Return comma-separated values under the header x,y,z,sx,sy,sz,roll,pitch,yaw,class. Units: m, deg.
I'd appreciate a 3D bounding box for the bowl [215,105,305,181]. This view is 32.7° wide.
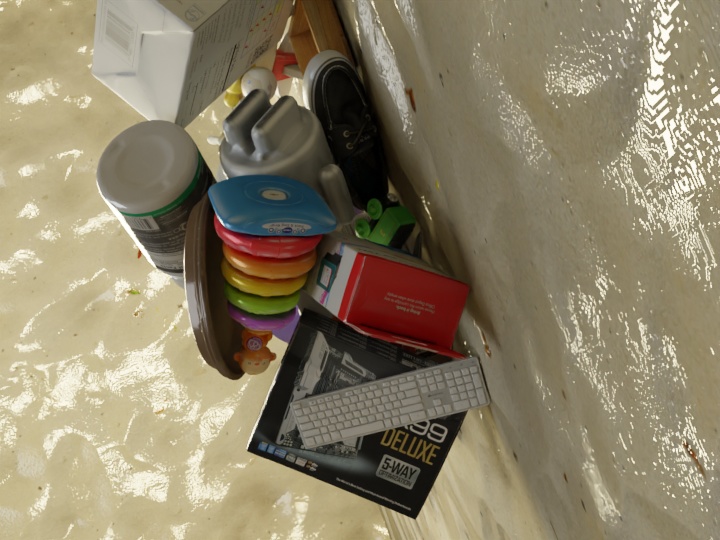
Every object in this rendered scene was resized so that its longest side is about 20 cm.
x,y,z,sx,sy,sz,roll,pitch,yaw,class
-0.101,-0.123,1.454,0.090,0.200,0.202,44,-166,-46,bowl

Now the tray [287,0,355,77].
x,y,z,sx,sy,sz,roll,pitch,yaw,class
-0.046,-0.254,1.408,0.200,0.037,0.100,158,93,-82,tray

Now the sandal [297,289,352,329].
x,y,z,sx,sy,sz,roll,pitch,yaw,class
-0.033,0.025,1.309,0.059,0.078,0.208,-100,-13,-70,sandal

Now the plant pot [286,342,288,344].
x,y,z,sx,sy,sz,roll,pitch,yaw,class
-0.037,0.038,1.665,0.027,0.199,0.202,-29,79,47,plant pot

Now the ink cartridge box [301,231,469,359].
x,y,z,sx,sy,sz,roll,pitch,yaw,class
0.025,0.019,1.179,0.200,0.115,0.068,32,106,66,ink cartridge box

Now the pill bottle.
x,y,z,sx,sy,sz,roll,pitch,yaw,class
-0.203,-0.065,1.352,0.200,0.112,0.114,67,179,-59,pill bottle

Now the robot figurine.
x,y,z,sx,sy,sz,roll,pitch,yaw,class
-0.080,-0.095,1.305,0.169,0.113,0.201,21,147,36,robot figurine

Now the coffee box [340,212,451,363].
x,y,z,sx,sy,sz,roll,pitch,yaw,class
0.032,0.044,1.433,0.113,0.079,0.201,90,159,-62,coffee box

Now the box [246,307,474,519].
x,y,z,sx,sy,sz,roll,pitch,yaw,class
0.000,0.151,1.289,0.050,0.198,0.159,-78,11,-71,box

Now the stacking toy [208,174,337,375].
x,y,z,sx,sy,sz,roll,pitch,yaw,class
-0.097,0.017,1.212,0.110,0.115,0.202,-124,39,-58,stacking toy

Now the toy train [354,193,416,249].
x,y,z,sx,sy,sz,roll,pitch,yaw,class
0.000,0.000,1.344,0.057,0.041,0.201,51,131,25,toy train

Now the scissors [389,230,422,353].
x,y,z,sx,sy,sz,roll,pitch,yaw,class
0.055,0.060,1.303,0.073,0.014,0.202,35,116,30,scissors

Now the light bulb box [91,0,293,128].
x,y,z,sx,sy,sz,roll,pitch,yaw,class
-0.170,-0.285,1.302,0.124,0.200,0.199,38,150,5,light bulb box

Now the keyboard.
x,y,z,sx,sy,sz,roll,pitch,yaw,class
0.030,0.135,1.250,0.011,0.198,0.057,-76,-29,-72,keyboard

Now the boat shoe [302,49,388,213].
x,y,z,sx,sy,sz,roll,pitch,yaw,class
-0.008,-0.141,1.319,0.066,0.070,0.201,42,152,43,boat shoe

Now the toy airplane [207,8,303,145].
x,y,z,sx,sy,sz,roll,pitch,yaw,class
-0.135,-0.250,1.544,0.141,0.199,0.201,48,174,47,toy airplane

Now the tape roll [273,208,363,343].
x,y,z,sx,sy,sz,roll,pitch,yaw,class
-0.063,-0.012,1.561,0.199,0.084,0.202,27,-125,-46,tape roll

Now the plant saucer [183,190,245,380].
x,y,z,sx,sy,sz,roll,pitch,yaw,class
-0.145,0.013,1.267,0.200,0.029,0.203,-4,-90,-82,plant saucer
